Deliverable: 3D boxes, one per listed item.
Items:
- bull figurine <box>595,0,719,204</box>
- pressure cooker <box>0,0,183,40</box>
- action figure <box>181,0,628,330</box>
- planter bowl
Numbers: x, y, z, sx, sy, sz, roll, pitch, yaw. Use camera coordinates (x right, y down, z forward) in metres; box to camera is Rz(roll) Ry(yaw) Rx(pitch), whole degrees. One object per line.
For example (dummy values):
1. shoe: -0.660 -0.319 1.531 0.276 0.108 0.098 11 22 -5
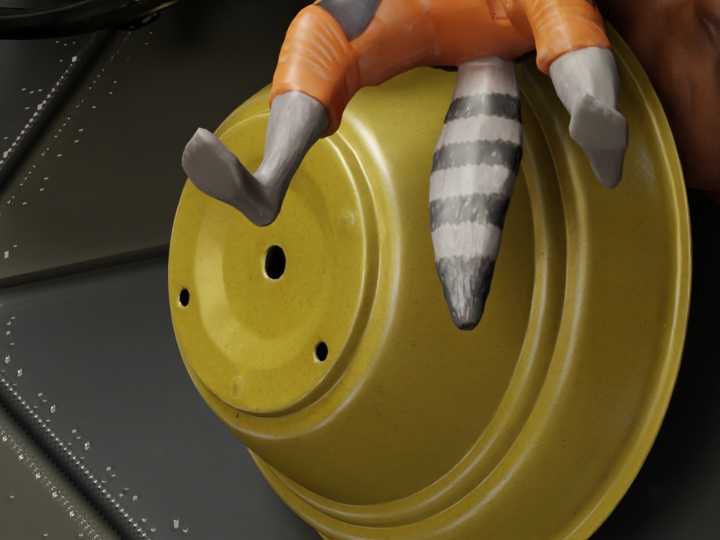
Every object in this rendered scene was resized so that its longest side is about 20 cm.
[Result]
1. bull figurine: 0.089 -0.119 0.901 0.200 0.065 0.122 62 151 22
2. pressure cooker: -0.096 -0.175 0.989 0.176 0.178 0.201 149 128 -68
3. action figure: 0.007 -0.077 0.838 0.199 0.105 0.194 -17 34 25
4. planter bowl: 0.000 0.000 0.892 0.200 0.083 0.201 -6 81 46
